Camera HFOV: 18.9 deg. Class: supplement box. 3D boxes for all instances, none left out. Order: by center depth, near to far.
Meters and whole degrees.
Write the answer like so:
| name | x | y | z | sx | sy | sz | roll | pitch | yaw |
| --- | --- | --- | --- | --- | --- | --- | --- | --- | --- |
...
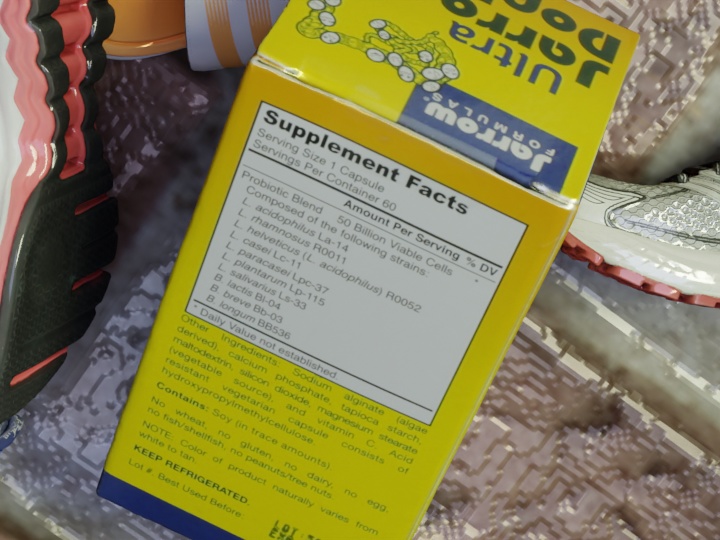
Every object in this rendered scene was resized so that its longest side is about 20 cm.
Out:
| name | x | y | z | sx | sy | sz | roll | pitch | yaw |
| --- | --- | --- | --- | --- | --- | --- | --- | --- | --- |
| supplement box | 0.000 | 0.000 | 0.730 | 0.108 | 0.110 | 0.201 | 25 | 129 | 1 |

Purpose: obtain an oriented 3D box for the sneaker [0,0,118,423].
| name | x | y | z | sx | sy | sz | roll | pitch | yaw |
| --- | --- | --- | --- | --- | --- | --- | --- | --- | --- |
| sneaker | -0.136 | -0.047 | 0.757 | 0.086 | 0.074 | 0.202 | 10 | 103 | 21 |

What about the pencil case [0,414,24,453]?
| name | x | y | z | sx | sy | sz | roll | pitch | yaw |
| --- | --- | --- | --- | --- | --- | --- | --- | --- | --- |
| pencil case | -0.220 | 0.093 | 0.808 | 0.200 | 0.087 | 0.078 | -41 | 59 | 7 |

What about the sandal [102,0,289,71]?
| name | x | y | z | sx | sy | sz | roll | pitch | yaw |
| --- | --- | --- | --- | --- | --- | --- | --- | --- | --- |
| sandal | -0.007 | -0.115 | 0.759 | 0.205 | 0.059 | 0.079 | -17 | 136 | 2 |

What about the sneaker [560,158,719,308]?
| name | x | y | z | sx | sy | sz | roll | pitch | yaw |
| --- | --- | --- | --- | --- | --- | --- | --- | --- | --- |
| sneaker | 0.157 | -0.030 | 0.795 | 0.198 | 0.078 | 0.083 | 0 | 99 | -11 |
